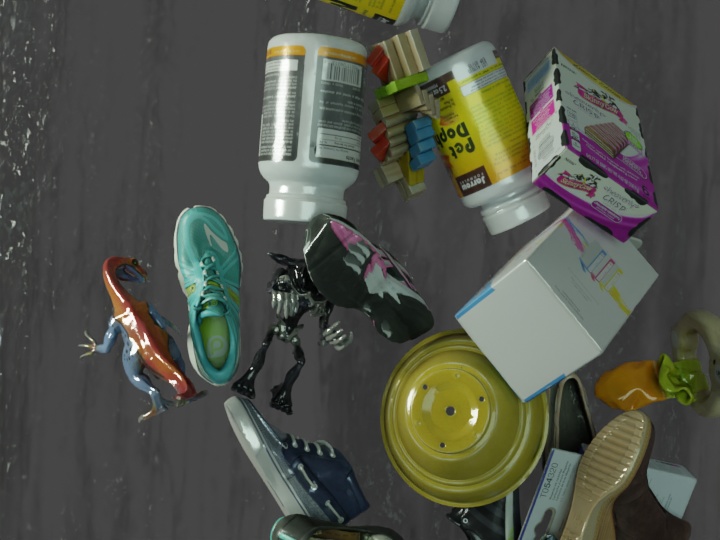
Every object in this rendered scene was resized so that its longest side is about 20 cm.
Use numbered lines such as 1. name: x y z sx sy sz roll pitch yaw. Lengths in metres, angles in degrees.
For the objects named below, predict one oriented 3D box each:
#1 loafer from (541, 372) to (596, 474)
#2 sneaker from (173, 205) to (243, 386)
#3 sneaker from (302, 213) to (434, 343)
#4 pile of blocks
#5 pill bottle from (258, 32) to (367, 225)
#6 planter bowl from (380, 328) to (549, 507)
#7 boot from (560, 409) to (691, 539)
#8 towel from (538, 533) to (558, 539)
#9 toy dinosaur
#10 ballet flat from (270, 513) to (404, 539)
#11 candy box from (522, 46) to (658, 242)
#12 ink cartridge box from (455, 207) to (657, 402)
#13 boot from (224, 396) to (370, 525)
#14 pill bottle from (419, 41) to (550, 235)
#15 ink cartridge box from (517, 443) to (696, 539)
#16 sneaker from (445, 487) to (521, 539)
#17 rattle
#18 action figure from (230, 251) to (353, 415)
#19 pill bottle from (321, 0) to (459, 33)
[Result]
1. loafer: 0.250 0.212 1.436 0.071 0.063 0.204 -13 92 -9
2. sneaker: -0.163 0.027 1.363 0.076 0.080 0.204 -9 91 -8
3. sneaker: 0.000 0.000 1.362 0.080 0.087 0.200 -33 130 11
4. pile of blocks: 0.042 -0.164 1.362 0.061 0.082 0.203 -22 119 -29
5. pill bottle: -0.055 -0.154 1.360 0.114 0.116 0.204 5 90 -9
6. planter bowl: 0.107 0.160 1.364 0.197 0.083 0.204 -3 78 16
7. boot: 0.312 0.263 1.371 0.165 0.072 0.203 20 97 -34
8. towel: 0.212 0.407 1.405 0.146 0.022 0.201 -36 113 2
9. toy dinosaur: -0.226 0.061 1.322 0.104 0.199 0.184 -19 85 -35
10. ballet flat: -0.010 0.317 1.354 0.198 0.068 0.069 17 86 -37
11. candy box: 0.253 -0.143 1.360 0.135 0.202 0.061 30 126 -21
12. ink cartridge box: 0.224 0.023 1.359 0.126 0.128 0.200 49 42 0
13. boot: -0.072 0.212 1.390 0.090 0.073 0.202 -33 103 -14
14. pill bottle: 0.141 -0.148 1.393 0.108 0.109 0.202 -26 94 -8
15. ink cartridge box: 0.267 0.303 1.416 0.197 0.043 0.199 15 103 -17
16. sneaker: 0.139 0.269 1.416 0.081 0.072 0.204 -7 92 -7
17. rattle: 0.368 0.107 1.385 0.140 0.200 0.133 9 89 -9
18. action figure: -0.066 0.057 1.365 0.118 0.102 0.203 26 82 -24
19. pill bottle: 0.016 -0.343 1.370 0.197 0.114 0.116 17 88 -8
